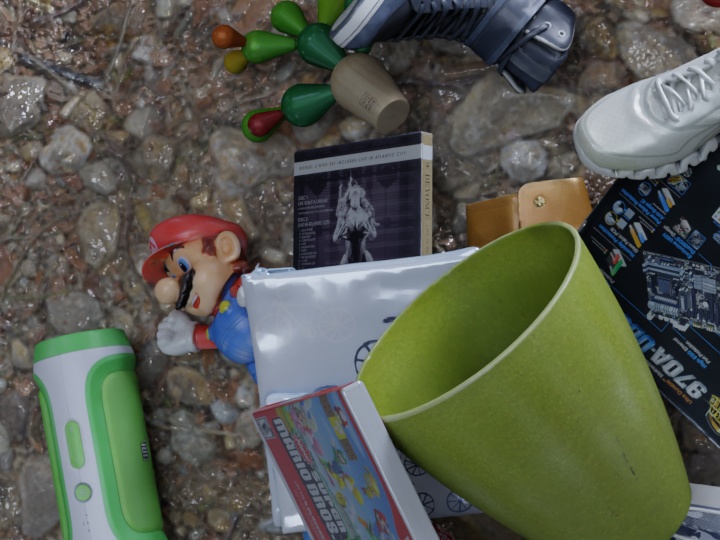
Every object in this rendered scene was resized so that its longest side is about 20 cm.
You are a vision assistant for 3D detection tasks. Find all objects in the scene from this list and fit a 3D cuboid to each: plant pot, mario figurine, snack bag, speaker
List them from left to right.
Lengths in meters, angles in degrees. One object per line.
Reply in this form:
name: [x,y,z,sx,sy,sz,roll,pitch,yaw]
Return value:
speaker: [-0.207,0.151,1.385,0.088,0.088,0.200,-14,82,15]
mario figurine: [-0.110,0.042,1.347,0.123,0.106,0.200,-44,66,11]
snack bag: [0.016,0.086,1.262,0.188,0.021,0.200,-6,96,9]
plant pot: [0.128,0.104,1.163,0.187,0.187,0.200,-37,107,11]

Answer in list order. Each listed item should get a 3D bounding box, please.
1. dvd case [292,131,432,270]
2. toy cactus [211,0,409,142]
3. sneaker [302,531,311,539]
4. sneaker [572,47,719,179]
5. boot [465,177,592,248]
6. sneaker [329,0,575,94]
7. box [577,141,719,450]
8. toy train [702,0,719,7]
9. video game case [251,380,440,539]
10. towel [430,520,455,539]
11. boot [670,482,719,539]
dvd case: [0.000,0.000,1.336,0.149,0.016,0.200,-5,84,48]
toy cactus: [-0.023,-0.170,1.339,0.200,0.102,0.165,-50,54,9]
sneaker: [0.006,0.161,1.326,0.105,0.076,0.200,16,91,18]
sneaker: [0.235,-0.119,1.142,0.200,0.081,0.075,-18,64,0]
boot: [0.172,0.002,1.291,0.201,0.071,0.144,-3,85,21]
sneaker: [0.076,-0.181,1.279,0.146,0.202,0.077,47,136,-1]
box: [0.244,0.010,1.188,0.200,0.046,0.159,44,110,24]
toy train: [0.276,-0.260,1.271,0.200,0.085,0.116,18,77,26]
video game case: [-0.009,0.150,1.173,0.017,0.200,0.143,-26,91,-23]
towel: [0.096,0.248,1.240,0.200,0.145,0.022,31,58,-3]
boot: [0.210,0.197,1.260,0.200,0.073,0.090,6,81,17]
